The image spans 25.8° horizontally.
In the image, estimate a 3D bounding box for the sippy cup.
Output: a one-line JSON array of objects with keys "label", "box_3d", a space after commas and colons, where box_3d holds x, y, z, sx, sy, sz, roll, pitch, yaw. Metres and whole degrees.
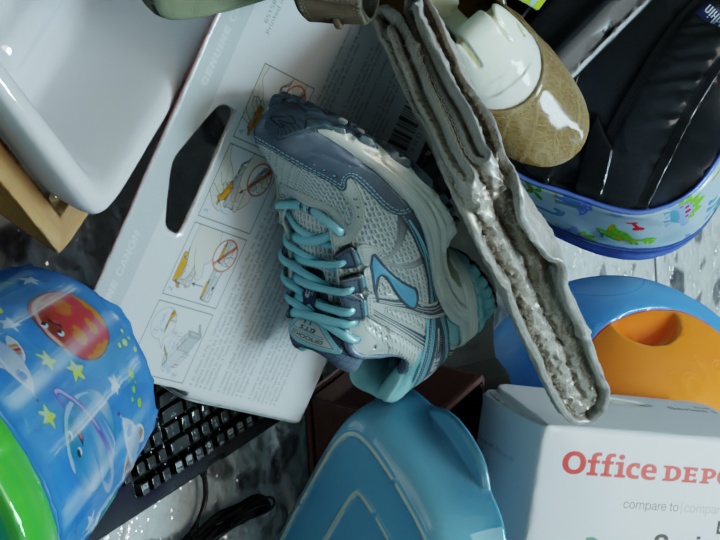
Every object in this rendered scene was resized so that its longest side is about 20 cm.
[{"label": "sippy cup", "box_3d": [-0.146, 0.066, 0.595, 0.130, 0.139, 0.179, -46, 163, -58]}]

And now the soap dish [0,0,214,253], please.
[{"label": "soap dish", "box_3d": [-0.141, -0.131, 0.608, 0.158, 0.080, 0.201, -64, 142, -29]}]

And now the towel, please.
[{"label": "towel", "box_3d": [0.065, -0.027, 0.735, 0.200, 0.034, 0.133, 59, 8, -51]}]

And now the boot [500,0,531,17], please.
[{"label": "boot", "box_3d": [0.082, -0.181, 0.935, 0.200, 0.096, 0.075, -43, 129, -46]}]

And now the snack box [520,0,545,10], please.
[{"label": "snack box", "box_3d": [0.011, -0.221, 0.754, 0.068, 0.169, 0.199, -49, 151, 20]}]

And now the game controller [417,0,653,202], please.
[{"label": "game controller", "box_3d": [0.085, -0.112, 0.898, 0.200, 0.104, 0.042, -44, 106, -12]}]

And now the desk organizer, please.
[{"label": "desk organizer", "box_3d": [0.023, 0.152, 0.890, 0.072, 0.076, 0.202, -33, 127, -50]}]

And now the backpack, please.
[{"label": "backpack", "box_3d": [0.172, -0.112, 1.014, 0.201, 0.181, 0.147, -63, 163, -16]}]

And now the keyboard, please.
[{"label": "keyboard", "box_3d": [-0.077, 0.088, 0.795, 0.199, 0.020, 0.129, -29, 118, -52]}]

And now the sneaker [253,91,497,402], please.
[{"label": "sneaker", "box_3d": [0.000, 0.000, 0.712, 0.087, 0.077, 0.200, -51, 142, -10]}]

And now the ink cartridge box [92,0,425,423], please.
[{"label": "ink cartridge box", "box_3d": [-0.050, -0.037, 0.725, 0.173, 0.043, 0.202, 20, 95, -53]}]

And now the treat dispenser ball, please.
[{"label": "treat dispenser ball", "box_3d": [0.160, 0.105, 1.003, 0.200, 0.199, 0.203, -12, 104, -56]}]

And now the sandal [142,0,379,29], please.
[{"label": "sandal", "box_3d": [0.002, -0.132, 0.625, 0.200, 0.057, 0.080, -13, 138, -39]}]

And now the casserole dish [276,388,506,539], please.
[{"label": "casserole dish", "box_3d": [0.003, 0.151, 0.805, 0.038, 0.122, 0.201, -8, 140, -36]}]

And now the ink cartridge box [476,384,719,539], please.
[{"label": "ink cartridge box", "box_3d": [0.131, 0.173, 0.854, 0.144, 0.084, 0.203, 5, 97, -18]}]

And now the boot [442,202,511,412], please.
[{"label": "boot", "box_3d": [0.040, 0.027, 0.939, 0.073, 0.075, 0.203, -2, 81, -37]}]

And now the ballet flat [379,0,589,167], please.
[{"label": "ballet flat", "box_3d": [0.043, -0.136, 0.812, 0.068, 0.200, 0.072, -39, 173, -3]}]
